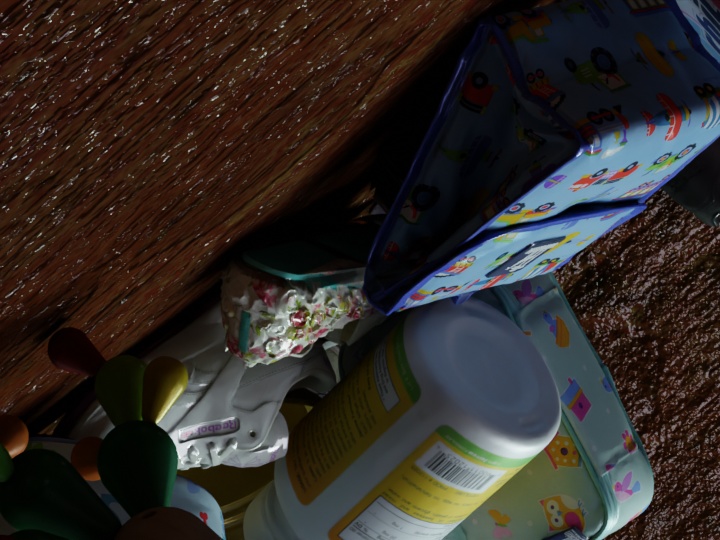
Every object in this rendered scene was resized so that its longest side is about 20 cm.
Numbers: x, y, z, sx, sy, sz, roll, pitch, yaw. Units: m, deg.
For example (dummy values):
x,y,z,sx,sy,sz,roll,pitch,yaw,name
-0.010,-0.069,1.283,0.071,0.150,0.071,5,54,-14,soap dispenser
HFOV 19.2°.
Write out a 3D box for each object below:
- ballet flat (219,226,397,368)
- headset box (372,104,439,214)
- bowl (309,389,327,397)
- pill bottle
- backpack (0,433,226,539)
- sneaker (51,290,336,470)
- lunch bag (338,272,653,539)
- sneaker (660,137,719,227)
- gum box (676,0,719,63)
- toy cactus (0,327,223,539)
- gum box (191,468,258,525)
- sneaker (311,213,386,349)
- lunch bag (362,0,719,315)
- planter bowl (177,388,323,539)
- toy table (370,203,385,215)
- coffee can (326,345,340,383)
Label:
x,y,z,sx,sy,sz,roll,pitch,yaw,name
-0.022,0.014,1.222,0.200,0.075,0.064,-10,119,-58,ballet flat
0.088,-0.076,1.336,0.149,0.077,0.200,-39,177,-5,headset box
-0.079,0.116,1.557,0.199,0.095,0.201,3,159,1,bowl
0.018,0.114,1.278,0.200,0.111,0.111,-46,174,33,pill bottle
-0.164,0.198,1.151,0.200,0.182,0.148,-48,-144,34,backpack
-0.098,0.086,1.224,0.200,0.100,0.075,-37,178,-22,sneaker
0.082,0.100,1.351,0.160,0.201,0.077,-28,179,36,lunch bag
0.245,-0.084,1.397,0.200,0.091,0.076,-34,172,-47,sneaker
0.222,-0.146,1.197,0.066,0.114,0.200,-39,160,1,gum box
-0.105,0.090,0.851,0.103,0.164,0.200,-62,173,19,toy cactus
-0.098,0.179,1.530,0.170,0.198,0.045,102,-6,-69,gum box
0.000,0.000,1.390,0.090,0.070,0.200,-39,176,36,sneaker
0.091,-0.050,1.162,0.150,0.094,0.200,-16,154,-42,lunch bag
-0.100,0.115,1.383,0.199,0.084,0.201,-15,144,-11,planter bowl
0.098,-0.040,1.557,0.184,0.117,0.200,-42,176,37,toy table
-0.003,0.079,1.703,0.146,0.147,0.200,-42,175,35,coffee can
